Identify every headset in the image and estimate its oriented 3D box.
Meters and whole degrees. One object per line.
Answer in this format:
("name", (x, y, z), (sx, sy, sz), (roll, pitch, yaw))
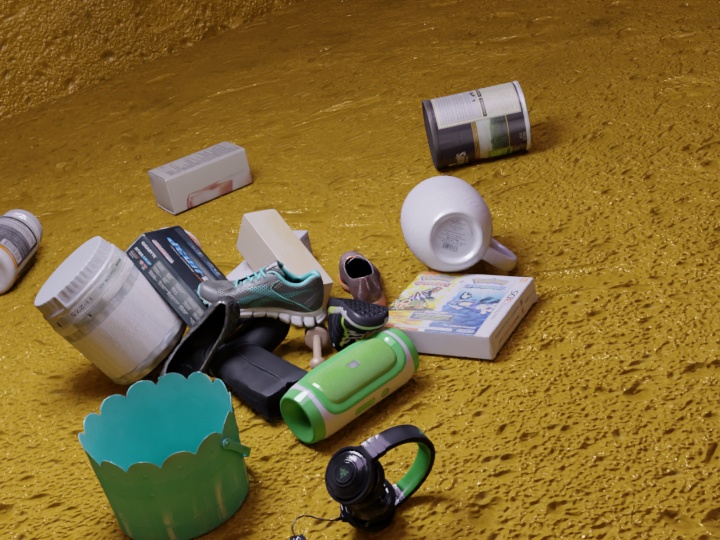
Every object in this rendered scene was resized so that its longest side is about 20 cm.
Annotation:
("headset", (0.008, 0.263, 1.244), (0.200, 0.124, 0.094), (-34, 50, -11))

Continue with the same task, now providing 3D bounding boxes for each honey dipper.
("honey dipper", (-0.062, 0.116, 1.600), (0.038, 0.038, 0.200), (-14, 12, -2))

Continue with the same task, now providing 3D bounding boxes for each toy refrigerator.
("toy refrigerator", (-0.126, -0.011, 1.803), (0.070, 0.076, 0.200), (-12, 45, -33))

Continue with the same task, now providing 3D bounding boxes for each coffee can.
("coffee can", (0.239, -0.301, 2.240), (0.199, 0.147, 0.146), (-12, 25, 1))

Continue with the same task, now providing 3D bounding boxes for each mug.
("mug", (0.167, -0.058, 1.777), (0.200, 0.148, 0.175), (28, 11, -8))

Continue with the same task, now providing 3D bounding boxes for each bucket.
("bucket", (-0.240, 0.237, 1.374), (0.206, 0.135, 0.207), (-10, 26, 5))

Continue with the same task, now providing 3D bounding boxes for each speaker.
("speaker", (-0.013, 0.156, 1.493), (0.200, 0.089, 0.088), (-31, 31, -33))

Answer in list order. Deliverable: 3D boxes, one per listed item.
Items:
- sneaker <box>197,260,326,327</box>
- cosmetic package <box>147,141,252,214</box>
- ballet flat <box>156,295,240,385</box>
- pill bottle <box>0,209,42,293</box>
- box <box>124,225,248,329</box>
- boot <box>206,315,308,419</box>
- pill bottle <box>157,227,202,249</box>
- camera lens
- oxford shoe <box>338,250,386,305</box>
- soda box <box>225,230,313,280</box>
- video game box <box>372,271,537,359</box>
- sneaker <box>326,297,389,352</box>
("sneaker", (-0.147, 0.024, 1.655), (0.199, 0.091, 0.078), (7, 23, -7))
("cosmetic package", (-0.353, -0.206, 2.393), (0.200, 0.087, 0.103), (-24, 29, -25))
("ballet flat", (-0.248, 0.120, 1.600), (0.066, 0.200, 0.057), (33, 2, 16))
("pill bottle", (-0.724, -0.042, 2.197), (0.116, 0.117, 0.200), (-8, 25, 9))
("box", (-0.267, 0.021, 1.726), (0.046, 0.200, 0.159), (-42, -3, 14))
("boot", (-0.124, 0.134, 1.610), (0.165, 0.066, 0.200), (-36, 30, -24))
("pill bottle", (-0.348, 0.011, 1.915), (0.113, 0.113, 0.200), (-9, 26, 7))
("camera lens", (-0.383, 0.066, 1.687), (0.160, 0.200, 0.160), (-37, 23, 18))
("oxford shoe", (0.000, 0.000, 1.819), (0.071, 0.073, 0.200), (-17, 25, -7))
("soda box", (-0.160, -0.001, 1.909), (0.068, 0.064, 0.200), (2, 29, 28))
("video game box", (0.145, 0.064, 1.654), (0.199, 0.047, 0.182), (3, 27, 30))
("sneaker", (-0.006, 0.088, 1.607), (0.071, 0.083, 0.200), (6, 2, -12))
